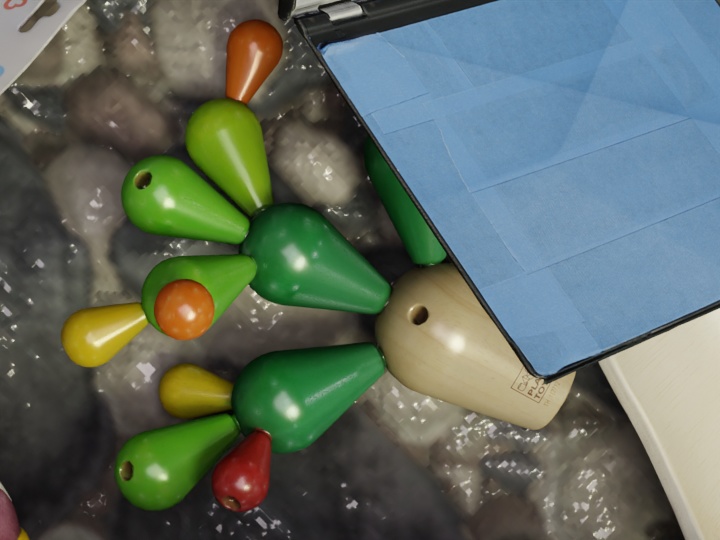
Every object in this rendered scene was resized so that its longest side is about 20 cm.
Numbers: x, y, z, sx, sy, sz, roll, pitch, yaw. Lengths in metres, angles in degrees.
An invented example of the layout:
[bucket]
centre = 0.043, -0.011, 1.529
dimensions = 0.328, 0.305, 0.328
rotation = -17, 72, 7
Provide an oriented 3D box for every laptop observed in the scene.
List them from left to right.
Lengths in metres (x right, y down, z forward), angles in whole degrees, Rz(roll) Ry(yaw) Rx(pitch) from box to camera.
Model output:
[laptop]
centre = 0.081, -0.100, 0.809
dimensions = 0.116, 0.187, 0.201
rotation = 26, 120, 34

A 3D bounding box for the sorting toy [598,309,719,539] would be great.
[sorting toy]
centre = 0.170, 0.032, 0.904
dimensions = 0.200, 0.107, 0.180
rotation = -39, 86, -6

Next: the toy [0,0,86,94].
[toy]
centre = -0.168, -0.123, 0.830
dimensions = 0.199, 0.047, 0.115
rotation = 24, 58, 29

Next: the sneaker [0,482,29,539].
[sneaker]
centre = -0.198, 0.114, 0.860
dimensions = 0.199, 0.075, 0.090
rotation = -31, 99, 8

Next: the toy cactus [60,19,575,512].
[toy cactus]
centre = 0.000, 0.000, 0.894
dimensions = 0.165, 0.102, 0.201
rotation = 27, 78, -14
